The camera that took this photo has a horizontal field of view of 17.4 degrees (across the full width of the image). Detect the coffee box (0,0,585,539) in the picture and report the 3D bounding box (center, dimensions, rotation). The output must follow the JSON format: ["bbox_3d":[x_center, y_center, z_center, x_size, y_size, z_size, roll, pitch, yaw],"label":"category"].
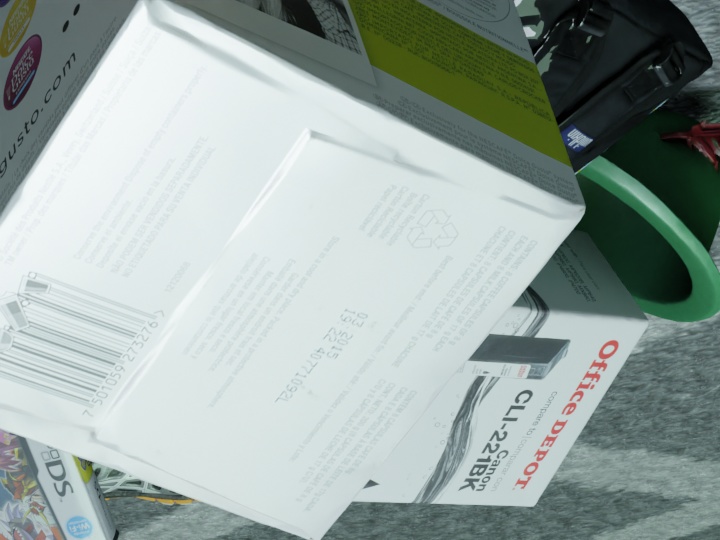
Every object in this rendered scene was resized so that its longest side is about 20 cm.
[{"bbox_3d":[-0.060,-0.051,0.948,0.199,0.198,0.200,23,122,-27],"label":"coffee box"}]

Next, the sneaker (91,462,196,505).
[{"bbox_3d":[-0.164,0.128,1.722,0.199,0.079,0.077,-13,150,12],"label":"sneaker"}]

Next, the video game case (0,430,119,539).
[{"bbox_3d":[-0.284,0.128,1.582,0.199,0.026,0.182,-12,116,12],"label":"video game case"}]

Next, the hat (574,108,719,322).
[{"bbox_3d":[0.184,-0.084,1.345,0.200,0.176,0.165,41,163,-17],"label":"hat"}]

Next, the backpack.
[{"bbox_3d":[0.039,-0.083,1.132,0.163,0.154,0.200,18,117,-47],"label":"backpack"}]

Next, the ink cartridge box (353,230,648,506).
[{"bbox_3d":[0.035,0.048,1.271,0.199,0.084,0.145,5,127,-36],"label":"ink cartridge box"}]
